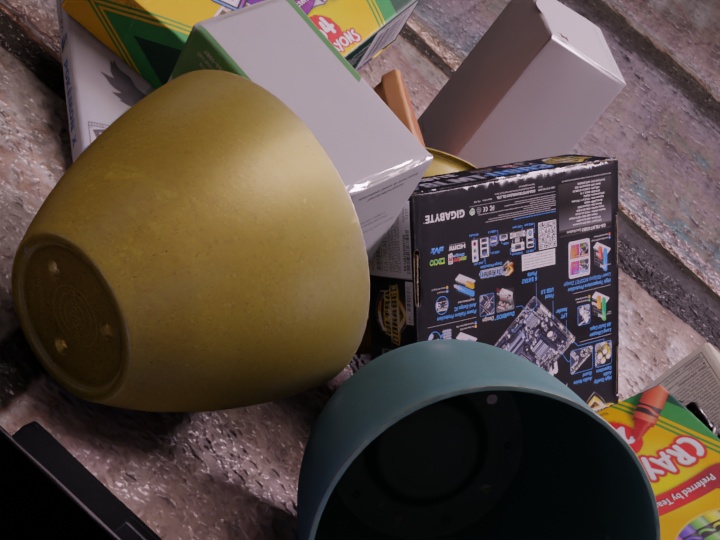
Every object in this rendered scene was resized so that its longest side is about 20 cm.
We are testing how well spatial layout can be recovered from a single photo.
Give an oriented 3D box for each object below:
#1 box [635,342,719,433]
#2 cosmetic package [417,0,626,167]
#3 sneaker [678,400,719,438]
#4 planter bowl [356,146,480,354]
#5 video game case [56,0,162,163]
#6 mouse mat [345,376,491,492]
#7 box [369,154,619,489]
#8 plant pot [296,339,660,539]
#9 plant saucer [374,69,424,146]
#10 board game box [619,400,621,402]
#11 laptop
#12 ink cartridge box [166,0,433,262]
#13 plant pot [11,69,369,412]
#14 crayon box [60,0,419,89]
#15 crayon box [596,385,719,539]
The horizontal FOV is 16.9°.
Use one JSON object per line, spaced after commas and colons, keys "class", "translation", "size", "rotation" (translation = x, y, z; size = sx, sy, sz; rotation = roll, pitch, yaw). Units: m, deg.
{"class": "box", "translation": [0.285, 0.162, 1.830], "size": [0.078, 0.095, 0.200], "rotation": [42, 16, -46]}
{"class": "cosmetic package", "translation": [0.113, -0.118, 1.954], "size": [0.085, 0.200, 0.108], "rotation": [31, 24, -23]}
{"class": "sneaker", "translation": [0.259, 0.162, 1.716], "size": [0.199, 0.076, 0.114], "rotation": [37, -5, 42]}
{"class": "planter bowl", "translation": [0.000, 0.000, 1.603], "size": [0.200, 0.200, 0.084], "rotation": [23, 53, -38]}
{"class": "video game case", "translation": [-0.110, -0.113, 1.687], "size": [0.199, 0.022, 0.183], "rotation": [10, 46, -24]}
{"class": "mouse mat", "translation": [0.090, 0.130, 1.608], "size": [0.161, 0.008, 0.200], "rotation": [-23, 73, -48]}
{"class": "box", "translation": [0.090, 0.034, 1.563], "size": [0.199, 0.200, 0.050], "rotation": [-12, 15, -43]}
{"class": "plant pot", "translation": [0.053, 0.132, 1.388], "size": [0.200, 0.201, 0.161], "rotation": [33, 9, -19]}
{"class": "plant saucer", "translation": [0.041, -0.049, 1.808], "size": [0.200, 0.037, 0.201], "rotation": [-18, 90, -86]}
{"class": "board game box", "translation": [0.135, 0.042, 1.781], "size": [0.200, 0.026, 0.200], "rotation": [53, 3, 3]}
{"class": "laptop", "translation": [-0.116, 0.132, 1.207], "size": [0.177, 0.103, 0.200], "rotation": [43, 21, 4]}
{"class": "ink cartridge box", "translation": [-0.064, -0.044, 1.488], "size": [0.087, 0.200, 0.145], "rotation": [-25, 65, -43]}
{"class": "plant pot", "translation": [-0.114, 0.003, 1.389], "size": [0.142, 0.200, 0.200], "rotation": [-27, 67, -39]}
{"class": "crayon box", "translation": [-0.081, -0.191, 1.711], "size": [0.172, 0.058, 0.200], "rotation": [41, 45, 7]}
{"class": "crayon box", "translation": [0.203, 0.167, 1.521], "size": [0.126, 0.051, 0.200], "rotation": [-20, 49, -33]}
